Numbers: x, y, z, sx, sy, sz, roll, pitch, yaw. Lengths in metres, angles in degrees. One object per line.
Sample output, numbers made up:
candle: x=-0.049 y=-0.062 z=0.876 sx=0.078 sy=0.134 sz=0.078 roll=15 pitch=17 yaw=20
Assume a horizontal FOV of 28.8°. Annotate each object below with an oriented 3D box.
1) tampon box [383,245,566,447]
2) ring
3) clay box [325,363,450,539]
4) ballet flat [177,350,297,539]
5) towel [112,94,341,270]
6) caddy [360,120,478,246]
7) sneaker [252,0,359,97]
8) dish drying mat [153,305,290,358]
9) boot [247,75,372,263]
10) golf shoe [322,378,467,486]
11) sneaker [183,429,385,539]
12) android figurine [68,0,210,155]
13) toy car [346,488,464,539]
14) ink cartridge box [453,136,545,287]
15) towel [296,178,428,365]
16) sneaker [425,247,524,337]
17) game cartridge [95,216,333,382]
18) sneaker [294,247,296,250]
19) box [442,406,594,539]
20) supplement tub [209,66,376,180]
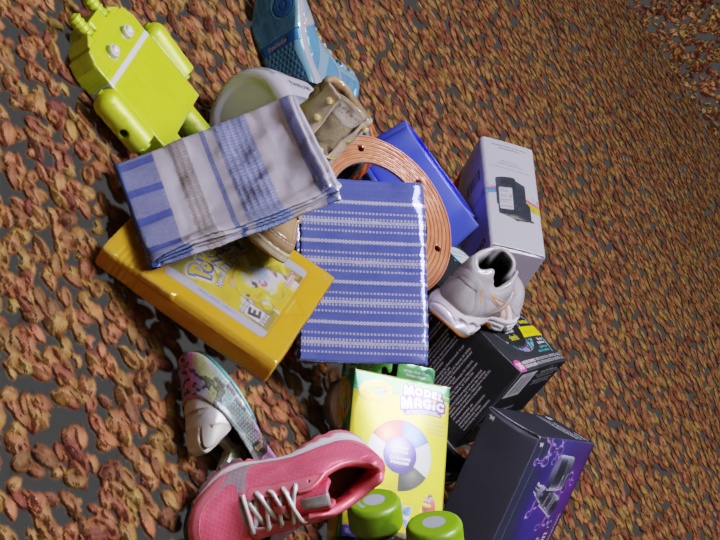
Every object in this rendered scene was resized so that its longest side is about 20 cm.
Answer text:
tampon box: x=0.113 y=0.084 z=1.654 sx=0.200 sy=0.127 sz=0.149 roll=47 pitch=23 yaw=18
ring: x=0.018 y=-0.059 z=1.570 sx=0.199 sy=0.019 sz=0.202 roll=17 pitch=57 yaw=-28
clay box: x=0.031 y=0.187 z=1.468 sx=0.114 sy=0.048 sz=0.202 roll=12 pitch=70 yaw=-20
ballet flat: x=-0.121 y=0.172 z=1.323 sx=0.071 sy=0.069 sz=0.201 roll=-41 pitch=103 yaw=-42
towel: x=-0.130 y=-0.088 z=1.352 sx=0.024 sy=0.198 sz=0.148 roll=76 pitch=-9 yaw=-53
caddy: x=0.065 y=-0.097 z=1.822 sx=0.201 sy=0.105 sz=0.141 roll=53 pitch=9 yaw=-9
sneaker: x=-0.065 y=-0.276 z=1.787 sx=0.130 sy=0.079 sz=0.202 roll=6 pitch=70 yaw=-55
dish drying mat: x=-0.141 y=0.033 z=1.446 sx=0.199 sy=0.018 sz=0.077 roll=25 pitch=42 yaw=-48
boot: x=-0.056 y=-0.107 z=1.417 sx=0.073 sy=0.155 sz=0.201 roll=41 pitch=18 yaw=-23
golf shoe: x=0.043 y=0.175 z=1.545 sx=0.200 sy=0.092 sz=0.073 roll=37 pitch=60 yaw=-36
sneaker: x=-0.066 y=0.201 z=1.272 sx=0.199 sy=0.087 sz=0.075 roll=-22 pitch=104 yaw=-23
android figurine: x=-0.233 y=-0.198 z=1.474 sx=0.201 sy=0.041 sz=0.183 roll=53 pitch=29 yaw=-21
toy car: x=-0.002 y=0.327 z=1.307 sx=0.199 sy=0.157 sz=0.166 roll=-23 pitch=114 yaw=-41
ink cartridge box: x=0.178 y=-0.055 z=1.912 sx=0.082 sy=0.146 sz=0.202 roll=13 pitch=48 yaw=-16
towel: x=0.000 y=0.000 z=1.487 sx=0.024 sy=0.143 sz=0.203 roll=127 pitch=-37 yaw=-74
sneaker: x=0.150 y=0.016 z=1.552 sx=0.076 sy=0.092 sz=0.200 roll=43 pitch=22 yaw=14
game cartridge: x=-0.138 y=0.000 z=1.383 sx=0.199 sy=0.033 sz=0.177 roll=36 pitch=35 yaw=-2
sneaker: x=-0.058 y=-0.018 z=1.571 sx=0.199 sy=0.081 sz=0.076 roll=22 pitch=45 yaw=-53
box: x=0.165 y=0.263 z=1.576 sx=0.079 sy=0.202 sz=0.141 roll=29 pitch=9 yaw=38
supplement tub: x=-0.072 y=-0.158 z=1.622 sx=0.199 sy=0.122 sz=0.124 roll=6 pitch=61 yaw=-57
